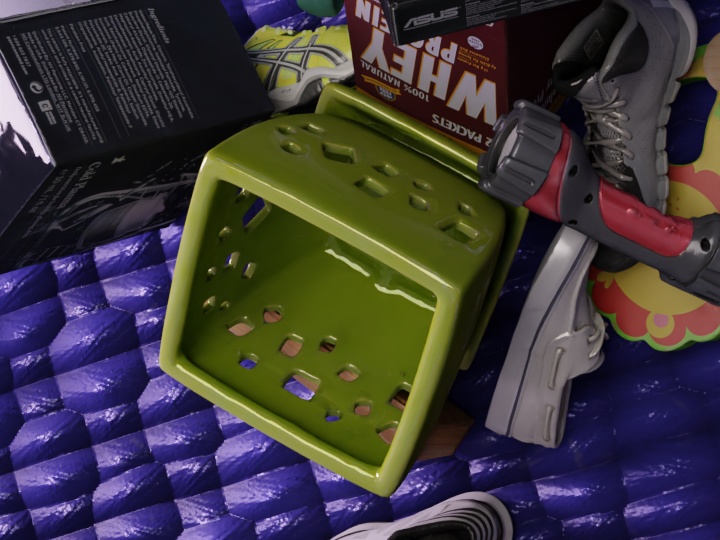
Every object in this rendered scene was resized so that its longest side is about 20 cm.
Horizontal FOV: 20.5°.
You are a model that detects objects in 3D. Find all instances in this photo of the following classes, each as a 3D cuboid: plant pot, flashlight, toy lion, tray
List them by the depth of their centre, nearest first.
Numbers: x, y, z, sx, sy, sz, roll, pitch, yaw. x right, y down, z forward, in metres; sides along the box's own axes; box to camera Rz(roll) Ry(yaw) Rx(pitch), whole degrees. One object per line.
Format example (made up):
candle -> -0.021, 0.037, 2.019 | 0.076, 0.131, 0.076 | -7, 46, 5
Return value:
flashlight -> 0.177, -0.044, 1.321 | 0.200, 0.068, 0.068 | 24, 86, -13
plant pot -> 0.000, 0.000, 1.368 | 0.199, 0.181, 0.200 | 28, 129, 14
toy lion -> 0.235, -0.050, 1.418 | 0.191, 0.069, 0.201 | -21, 80, 27
tray -> -0.016, 0.069, 1.487 | 0.200, 0.099, 0.037 | 34, 101, 19

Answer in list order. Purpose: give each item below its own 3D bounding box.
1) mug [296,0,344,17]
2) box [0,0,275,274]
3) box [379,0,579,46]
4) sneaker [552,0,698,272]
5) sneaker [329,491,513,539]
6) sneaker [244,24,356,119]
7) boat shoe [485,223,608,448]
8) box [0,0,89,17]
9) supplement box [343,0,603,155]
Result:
mug -> -0.006, -0.285, 1.419 | 0.152, 0.114, 0.185 | -18, 99, 15
box -> -0.206, -0.103, 1.478 | 0.200, 0.196, 0.124 | -42, 73, 50
box -> 0.091, -0.246, 1.237 | 0.199, 0.048, 0.194 | -13, 56, -3
sneaker -> 0.163, -0.099, 1.367 | 0.075, 0.115, 0.201 | 14, 97, 39
sneaker -> 0.007, 0.220, 1.463 | 0.200, 0.115, 0.076 | -28, 78, 19
sneaker -> -0.046, -0.159, 1.521 | 0.200, 0.075, 0.077 | -23, 82, 18
boat shoe -> 0.143, 0.049, 1.409 | 0.066, 0.072, 0.200 | 22, 125, 8
box -> -0.271, -0.276, 1.628 | 0.200, 0.051, 0.158 | 45, 105, 17
supplement box -> 0.095, -0.215, 1.363 | 0.133, 0.200, 0.197 | 27, 64, 20
